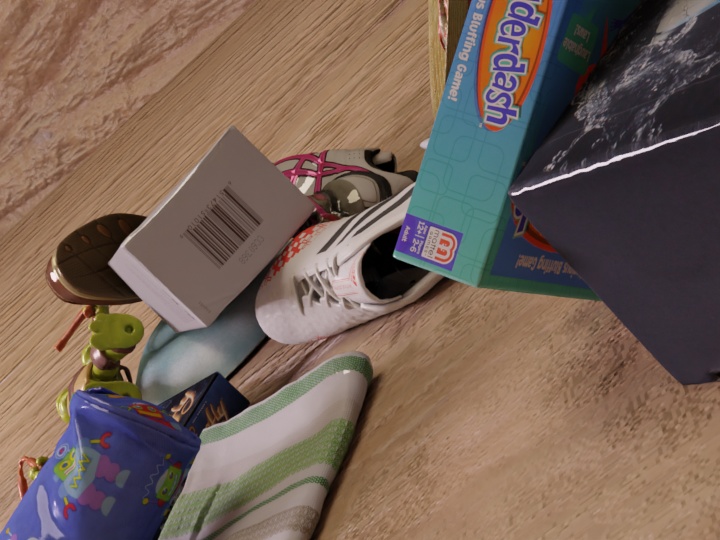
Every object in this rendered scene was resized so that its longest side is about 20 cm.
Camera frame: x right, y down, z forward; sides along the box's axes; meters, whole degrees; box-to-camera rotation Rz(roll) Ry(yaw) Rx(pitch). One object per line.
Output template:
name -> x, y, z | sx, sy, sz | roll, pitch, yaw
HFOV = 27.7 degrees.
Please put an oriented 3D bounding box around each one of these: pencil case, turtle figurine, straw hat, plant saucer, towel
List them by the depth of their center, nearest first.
pencil case -> -0.166, 0.159, 0.801 | 0.201, 0.086, 0.078 | -62, -27, -5
towel -> -0.071, 0.136, 0.806 | 0.149, 0.031, 0.201 | -35, 19, 35
straw hat -> 0.100, -0.206, 1.126 | 0.084, 0.203, 0.201 | -1, 20, -1
turtle figurine -> -0.210, 0.103, 1.140 | 0.161, 0.064, 0.202 | -35, 37, 61
plant saucer -> -0.118, 0.037, 1.156 | 0.201, 0.039, 0.201 | -40, 17, 14

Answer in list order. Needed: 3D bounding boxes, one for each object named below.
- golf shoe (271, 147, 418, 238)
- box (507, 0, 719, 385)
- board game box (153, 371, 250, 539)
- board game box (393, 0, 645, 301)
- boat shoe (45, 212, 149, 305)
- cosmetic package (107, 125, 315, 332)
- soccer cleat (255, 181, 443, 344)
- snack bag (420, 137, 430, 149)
golf shoe -> -0.013, -0.053, 1.080 | 0.092, 0.073, 0.200 | -32, 22, -9
box -> 0.190, -0.076, 0.527 | 0.201, 0.117, 0.196 | -54, 18, -27
board game box -> -0.163, 0.165, 0.952 | 0.135, 0.035, 0.201 | -30, 21, 42
board game box -> 0.094, -0.090, 0.626 | 0.152, 0.045, 0.202 | 5, -76, -61
boat shoe -> -0.178, -0.005, 1.169 | 0.067, 0.072, 0.200 | -37, -9, 34
cosmetic package -> -0.109, -0.023, 1.019 | 0.113, 0.081, 0.200 | -48, 8, -12
soccer cleat -> 0.000, 0.000, 0.903 | 0.199, 0.069, 0.085 | -28, 14, 33
snack bag -> 0.144, -0.115, 0.835 | 0.199, 0.022, 0.188 | -33, 15, -10
